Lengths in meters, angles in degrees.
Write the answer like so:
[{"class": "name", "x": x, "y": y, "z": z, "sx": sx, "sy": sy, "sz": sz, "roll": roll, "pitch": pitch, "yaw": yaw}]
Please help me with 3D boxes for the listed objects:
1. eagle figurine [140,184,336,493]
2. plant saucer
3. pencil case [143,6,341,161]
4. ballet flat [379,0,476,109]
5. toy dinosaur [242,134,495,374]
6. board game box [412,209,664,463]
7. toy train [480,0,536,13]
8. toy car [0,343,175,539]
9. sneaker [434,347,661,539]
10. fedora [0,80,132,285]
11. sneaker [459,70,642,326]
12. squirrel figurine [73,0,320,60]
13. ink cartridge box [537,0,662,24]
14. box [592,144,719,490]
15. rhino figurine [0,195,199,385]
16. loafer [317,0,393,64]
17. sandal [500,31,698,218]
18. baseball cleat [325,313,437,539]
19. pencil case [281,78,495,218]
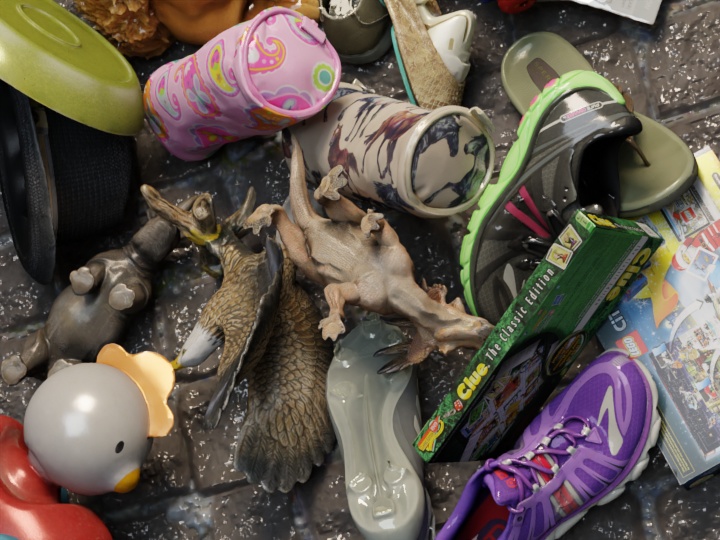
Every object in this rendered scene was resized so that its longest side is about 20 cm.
[{"class": "eagle figurine", "x": -0.079, "y": 0.043, "z": 1.207, "sx": 0.201, "sy": 0.151, "sz": 0.151, "roll": 60, "pitch": 136, "yaw": 37}, {"class": "plant saucer", "x": -0.240, "y": -0.173, "z": 1.238, "sx": 0.200, "sy": 0.200, "sz": 0.031, "roll": 42, "pitch": 105, "yaw": 22}, {"class": "pencil case", "x": -0.093, "y": -0.138, "z": 1.234, "sx": 0.200, "sy": 0.087, "sz": 0.088, "roll": -10, "pitch": 67, "yaw": 62}, {"class": "ballet flat", "x": 0.048, "y": -0.197, "z": 1.228, "sx": 0.065, "sy": 0.071, "sz": 0.201, "roll": -19, "pitch": 100, "yaw": 22}, {"class": "toy dinosaur", "x": 0.000, "y": 0.000, "z": 1.158, "sx": 0.086, "sy": 0.135, "sz": 0.200, "roll": -44, "pitch": 60, "yaw": 4}, {"class": "board game box", "x": 0.121, "y": 0.049, "z": 1.125, "sx": 0.023, "sy": 0.104, "sz": 0.201, "roll": 45, "pitch": 111, "yaw": 32}, {"class": "toy train", "x": 0.158, "y": -0.274, "z": 1.178, "sx": 0.199, "sy": 0.116, "sz": 0.085, "roll": -28, "pitch": 75, "yaw": 5}, {"class": "toy car", "x": -0.204, "y": 0.146, "z": 1.195, "sx": 0.200, "sy": 0.184, "sz": 0.177, "roll": -42, "pitch": 68, "yaw": 4}, {"class": "sneaker", "x": 0.126, "y": 0.139, "z": 1.126, "sx": 0.081, "sy": 0.083, "sz": 0.200, "roll": 43, "pitch": 100, "yaw": 32}, {"class": "fedora", "x": -0.233, "y": -0.091, "z": 1.302, "sx": 0.091, "sy": 0.201, "sz": 0.202, "roll": -7, "pitch": 71, "yaw": -19}, {"class": "sneaker", "x": 0.130, "y": -0.036, "z": 1.136, "sx": 0.084, "sy": 0.076, "sz": 0.201, "roll": 37, "pitch": 120, "yaw": 31}, {"class": "squirrel figurine", "x": -0.156, "y": -0.249, "z": 1.276, "sx": 0.199, "sy": 0.187, "sz": 0.142, "roll": -22, "pitch": 71, "yaw": 12}, {"class": "ink cartridge box", "x": 0.153, "y": -0.280, "z": 1.266, "sx": 0.199, "sy": 0.047, "sz": 0.161, "roll": 18, "pitch": 82, "yaw": 12}, {"class": "box", "x": 0.236, "y": 0.032, "z": 1.156, "sx": 0.136, "sy": 0.038, "sz": 0.201, "roll": -31, "pitch": 69, "yaw": 11}, {"class": "rhino figurine", "x": -0.193, "y": 0.016, "z": 1.280, "sx": 0.060, "sy": 0.087, "sz": 0.200, "roll": 41, "pitch": 92, "yaw": 2}, {"class": "loafer", "x": 0.007, "y": -0.265, "z": 1.289, "sx": 0.075, "sy": 0.070, "sz": 0.202, "roll": 2, "pitch": 77, "yaw": 19}, {"class": "sandal", "x": 0.160, "y": -0.109, "z": 1.187, "sx": 0.080, "sy": 0.057, "sz": 0.201, "roll": -40, "pitch": 54, "yaw": -1}, {"class": "baseball cleat", "x": 0.016, "y": 0.132, "z": 1.190, "sx": 0.069, "sy": 0.107, "sz": 0.201, "roll": -9, "pitch": 44, "yaw": 9}, {"class": "pencil case", "x": 0.018, "y": -0.092, "z": 1.189, "sx": 0.200, "sy": 0.078, "sz": 0.090, "roll": 21, "pitch": 83, "yaw": 58}]
